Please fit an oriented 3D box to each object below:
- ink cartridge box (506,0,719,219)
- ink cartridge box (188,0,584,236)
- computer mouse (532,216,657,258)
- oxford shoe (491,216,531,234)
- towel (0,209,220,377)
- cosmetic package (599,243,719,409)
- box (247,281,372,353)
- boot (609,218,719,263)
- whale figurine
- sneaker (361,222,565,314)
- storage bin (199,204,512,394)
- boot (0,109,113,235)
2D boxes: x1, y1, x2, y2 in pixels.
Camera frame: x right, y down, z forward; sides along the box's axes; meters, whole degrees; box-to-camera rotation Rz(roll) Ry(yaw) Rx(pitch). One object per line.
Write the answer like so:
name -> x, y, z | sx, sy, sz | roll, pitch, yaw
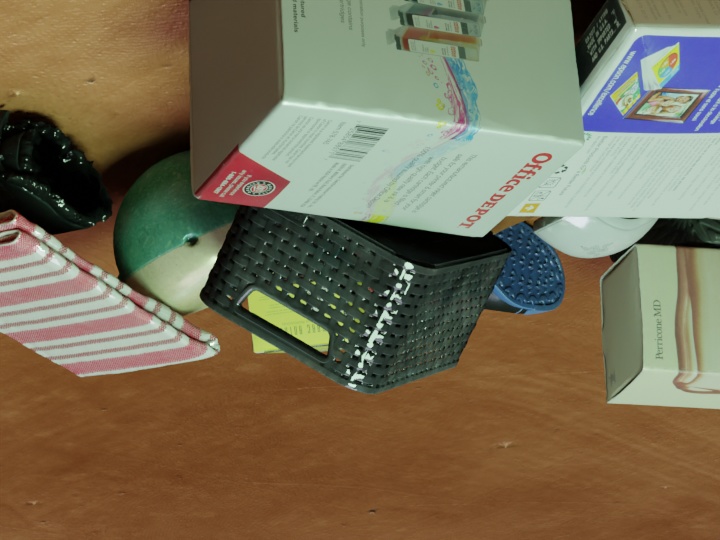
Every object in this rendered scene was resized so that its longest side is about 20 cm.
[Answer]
ink cartridge box -> 0.207, -0.100, 1.612 | 0.199, 0.044, 0.198 | 1, 146, -25
ink cartridge box -> 0.014, -0.121, 1.563 | 0.199, 0.145, 0.145 | 8, 154, -24
computer mouse -> 0.189, -0.042, 1.797 | 0.109, 0.044, 0.200 | -25, 179, 39
oxford shoe -> 0.089, -0.058, 1.786 | 0.200, 0.072, 0.071 | -23, -172, 25
towel -> -0.208, 0.017, 1.765 | 0.146, 0.030, 0.200 | -8, 148, 43
cosmetic package -> 0.283, 0.044, 1.881 | 0.199, 0.104, 0.087 | 2, 161, -13
box -> -0.022, 0.035, 1.945 | 0.075, 0.050, 0.200 | -7, 176, 15
boot -> 0.308, -0.017, 1.944 | 0.165, 0.066, 0.200 | -15, 152, 42
whale figurine -> -0.108, -0.030, 1.836 | 0.159, 0.104, 0.200 | -26, 177, 7
sneaker -> 0.064, -0.009, 1.934 | 0.200, 0.070, 0.078 | 19, 158, -38
storage bin -> 0.000, 0.000, 1.696 | 0.135, 0.094, 0.200 | 30, -167, 16
boot -> -0.249, -0.036, 1.804 | 0.162, 0.074, 0.198 | -12, 149, 23
